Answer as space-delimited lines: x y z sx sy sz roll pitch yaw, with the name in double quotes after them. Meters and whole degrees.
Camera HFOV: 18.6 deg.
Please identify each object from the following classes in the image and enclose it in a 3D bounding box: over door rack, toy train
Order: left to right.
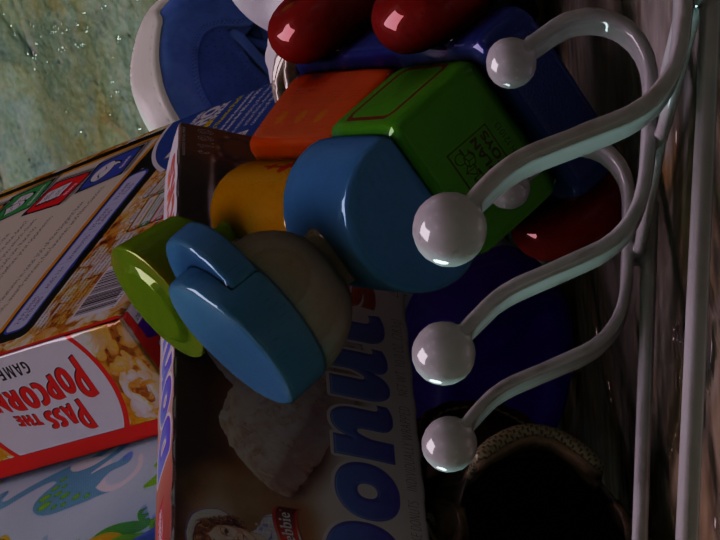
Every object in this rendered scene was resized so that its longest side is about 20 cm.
-0.023 -0.021 0.624 0.085 0.116 0.200 55 161 -17 "toy train"
0.047 0.039 0.441 0.148 0.066 0.200 82 -179 -69 "over door rack"

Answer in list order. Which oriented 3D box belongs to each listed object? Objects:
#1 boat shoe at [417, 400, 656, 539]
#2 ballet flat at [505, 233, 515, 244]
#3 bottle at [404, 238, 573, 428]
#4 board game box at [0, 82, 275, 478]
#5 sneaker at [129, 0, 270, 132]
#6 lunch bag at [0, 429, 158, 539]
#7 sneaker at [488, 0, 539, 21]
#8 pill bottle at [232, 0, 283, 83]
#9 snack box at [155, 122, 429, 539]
0.051 0.074 0.604 0.202 0.075 0.075 -117 26 -64 "boat shoe"
0.033 -0.048 1.001 0.068 0.062 0.200 83 179 -49 "ballet flat"
0.000 0.000 0.831 0.200 0.065 0.084 37 134 50 "bottle"
-0.110 0.012 0.785 0.046 0.200 0.152 57 -140 -21 "board game box"
-0.017 -0.120 0.955 0.077 0.111 0.200 55 -144 -12 "sneaker"
-0.075 0.087 0.743 0.083 0.161 0.200 62 179 -18 "lunch bag"
0.029 -0.081 0.696 0.202 0.077 0.146 -121 15 -69 "sneaker"
-0.004 -0.160 0.879 0.111 0.111 0.200 85 178 -71 "pill bottle"
-0.022 0.030 0.640 0.200 0.072 0.024 -95 20 -50 "snack box"
